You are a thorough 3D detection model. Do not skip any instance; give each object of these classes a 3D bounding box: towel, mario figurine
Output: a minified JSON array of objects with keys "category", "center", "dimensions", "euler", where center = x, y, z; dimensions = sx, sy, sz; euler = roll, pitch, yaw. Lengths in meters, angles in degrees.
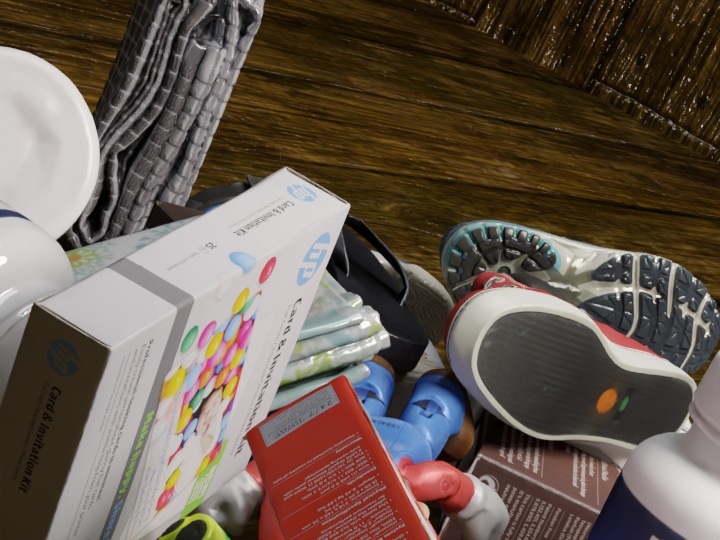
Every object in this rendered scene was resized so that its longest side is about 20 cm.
[{"category":"towel","center":[-0.105,0.033,1.084],"dimensions":[0.199,0.048,0.171],"euler":[-16,28,-19]},{"category":"mario figurine","center":[-0.004,0.120,1.032],"dimensions":[0.106,0.123,0.200],"euler":[62,23,-11]},{"category":"towel","center":[-0.137,-0.114,1.399],"dimensions":[0.085,0.201,0.166],"euler":[22,13,-7]}]

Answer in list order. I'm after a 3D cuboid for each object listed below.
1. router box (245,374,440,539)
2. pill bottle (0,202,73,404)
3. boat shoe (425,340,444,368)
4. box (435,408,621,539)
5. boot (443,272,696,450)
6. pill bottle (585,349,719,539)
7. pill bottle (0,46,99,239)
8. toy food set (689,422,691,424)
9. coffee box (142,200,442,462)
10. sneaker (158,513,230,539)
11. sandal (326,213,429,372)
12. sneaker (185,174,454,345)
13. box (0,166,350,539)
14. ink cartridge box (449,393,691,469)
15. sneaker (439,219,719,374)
[{"category":"router box","center":[0.036,0.162,0.781],"dimensions":[0.200,0.049,0.180],"euler":[61,-1,-24]},{"category":"pill bottle","center":[-0.202,0.016,0.949],"dimensions":[0.200,0.120,0.120],"euler":[32,16,25]},{"category":"boat shoe","center":[0.000,0.063,1.300],"dimensions":[0.062,0.072,0.200],"euler":[-8,23,-20]},{"category":"box","center":[0.142,0.159,1.155],"dimensions":[0.199,0.075,0.100],"euler":[24,13,1]},{"category":"boot","center":[0.084,0.034,1.169],"dimensions":[0.200,0.073,0.144],"euler":[22,11,-48]},{"category":"pill bottle","center":[0.164,0.145,0.974],"dimensions":[0.119,0.201,0.120],"euler":[24,13,-6]},{"category":"pill bottle","center":[-0.212,-0.055,1.147],"dimensions":[0.111,0.111,0.200],"euler":[22,-9,-13]},{"category":"toy food set","center":[0.253,0.181,1.321],"dimensions":[0.143,0.060,0.200],"euler":[36,14,-5]},{"category":"coffee box","center":[-0.049,0.044,1.221],"dimensions":[0.113,0.080,0.200],"euler":[12,19,-40]},{"category":"sneaker","center":[-0.042,0.170,0.834],"dimensions":[0.084,0.074,0.200],"euler":[44,-2,-37]},{"category":"sandal","center":[0.001,0.000,1.209],"dimensions":[0.076,0.043,0.200],"euler":[21,14,-25]},{"category":"sneaker","center":[-0.032,-0.008,1.447],"dimensions":[0.199,0.077,0.111],"euler":[13,27,-21]},{"category":"box","center":[-0.088,0.054,0.877],"dimensions":[0.041,0.156,0.200],"euler":[30,28,14]},{"category":"ink cartridge box","center":[0.130,0.105,1.301],"dimensions":[0.144,0.085,0.200],"euler":[23,13,-3]},{"category":"sneaker","center":[0.143,0.008,1.354],"dimensions":[0.199,0.078,0.086],"euler":[21,9,-15]}]
